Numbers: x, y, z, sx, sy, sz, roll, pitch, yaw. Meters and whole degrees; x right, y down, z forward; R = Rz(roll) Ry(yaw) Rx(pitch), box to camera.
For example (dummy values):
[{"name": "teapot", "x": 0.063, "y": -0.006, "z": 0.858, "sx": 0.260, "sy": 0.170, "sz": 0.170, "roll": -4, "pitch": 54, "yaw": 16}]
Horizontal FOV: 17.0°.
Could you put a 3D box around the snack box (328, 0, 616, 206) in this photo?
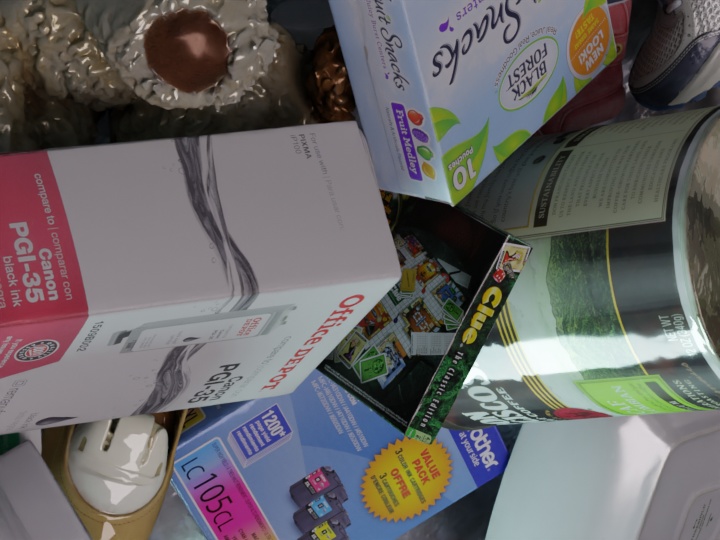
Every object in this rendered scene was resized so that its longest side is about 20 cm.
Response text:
[{"name": "snack box", "x": 0.045, "y": -0.152, "z": 1.103, "sx": 0.142, "sy": 0.053, "sz": 0.201, "roll": -41, "pitch": 131, "yaw": -35}]

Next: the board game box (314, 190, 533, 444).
[{"name": "board game box", "x": 0.000, "y": 0.000, "z": 1.176, "sx": 0.023, "sy": 0.200, "sz": 0.105, "roll": 21, "pitch": 97, "yaw": -36}]

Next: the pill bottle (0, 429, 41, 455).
[{"name": "pill bottle", "x": -0.262, "y": 0.068, "z": 1.156, "sx": 0.199, "sy": 0.113, "sz": 0.114, "roll": -11, "pitch": 120, "yaw": -19}]

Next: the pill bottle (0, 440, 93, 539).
[{"name": "pill bottle", "x": -0.212, "y": 0.168, "z": 1.106, "sx": 0.200, "sy": 0.116, "sz": 0.116, "roll": -31, "pitch": 125, "yaw": -7}]

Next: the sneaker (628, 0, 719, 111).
[{"name": "sneaker", "x": 0.179, "y": -0.182, "z": 1.256, "sx": 0.085, "sy": 0.077, "sz": 0.201, "roll": 23, "pitch": 98, "yaw": -22}]

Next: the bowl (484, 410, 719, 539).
[{"name": "bowl", "x": 0.167, "y": 0.122, "z": 1.363, "sx": 0.199, "sy": 0.075, "sz": 0.201, "roll": -8, "pitch": 121, "yaw": -47}]

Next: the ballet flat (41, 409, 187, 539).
[{"name": "ballet flat", "x": -0.114, "y": 0.060, "z": 1.193, "sx": 0.068, "sy": 0.063, "sz": 0.201, "roll": 18, "pitch": 71, "yaw": -13}]

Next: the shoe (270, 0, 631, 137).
[{"name": "shoe", "x": 0.051, "y": -0.105, "z": 1.230, "sx": 0.199, "sy": 0.071, "sz": 0.091, "roll": -13, "pitch": 118, "yaw": -22}]

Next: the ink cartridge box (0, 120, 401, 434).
[{"name": "ink cartridge box", "x": -0.101, "y": 0.006, "z": 1.088, "sx": 0.199, "sy": 0.083, "sz": 0.147, "roll": -7, "pitch": 158, "yaw": -27}]

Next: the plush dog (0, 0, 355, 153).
[{"name": "plush dog", "x": -0.096, "y": -0.092, "z": 1.136, "sx": 0.200, "sy": 0.161, "sz": 0.172, "roll": -27, "pitch": 136, "yaw": 26}]

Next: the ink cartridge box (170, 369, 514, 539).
[{"name": "ink cartridge box", "x": -0.008, "y": 0.077, "z": 1.300, "sx": 0.200, "sy": 0.076, "sz": 0.137, "roll": -33, "pitch": 125, "yaw": -7}]

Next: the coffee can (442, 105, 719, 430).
[{"name": "coffee can", "x": 0.121, "y": 0.000, "z": 1.184, "sx": 0.146, "sy": 0.200, "sz": 0.147, "roll": 9, "pitch": 78, "yaw": -46}]
